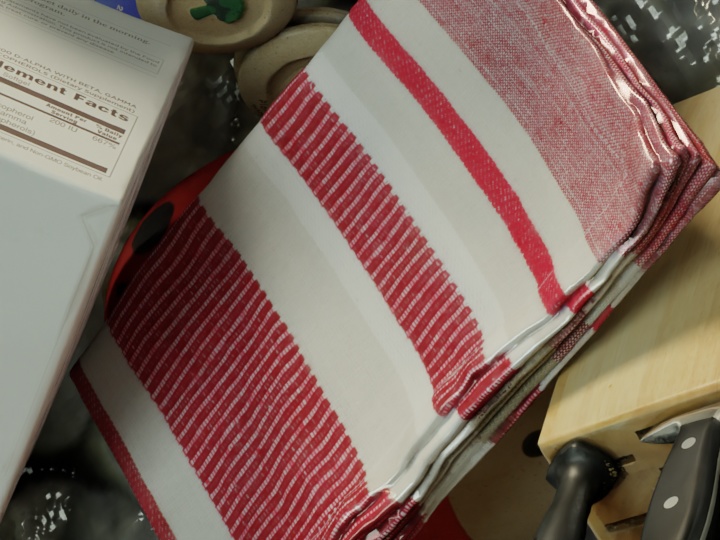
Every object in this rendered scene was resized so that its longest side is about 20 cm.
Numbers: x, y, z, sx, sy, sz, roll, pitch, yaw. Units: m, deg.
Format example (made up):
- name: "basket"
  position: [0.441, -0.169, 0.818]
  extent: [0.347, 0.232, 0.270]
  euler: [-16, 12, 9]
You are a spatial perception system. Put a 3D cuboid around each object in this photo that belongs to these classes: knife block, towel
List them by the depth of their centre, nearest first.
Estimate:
- name: "knife block"
  position: [0.088, 0.033, 0.782]
  extent: [0.064, 0.175, 0.201]
  euler: [-19, 74, 29]
- name: "towel"
  position: [0.000, 0.000, 0.832]
  extent: [0.200, 0.023, 0.144]
  euler: [-50, 45, 18]

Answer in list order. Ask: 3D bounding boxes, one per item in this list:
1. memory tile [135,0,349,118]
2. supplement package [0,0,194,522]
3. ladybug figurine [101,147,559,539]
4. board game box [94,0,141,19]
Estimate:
- name: "memory tile"
  position: [-0.020, -0.116, 0.865]
  extent: [0.153, 0.200, 0.017]
  euler: [-27, 47, 27]
- name: "supplement package"
  position: [-0.173, -0.020, 0.865]
  extent: [0.199, 0.111, 0.156]
  euler: [23, 120, -3]
- name: "ladybug figurine"
  position: [-0.005, 0.020, 0.908]
  extent: [0.199, 0.072, 0.136]
  euler: [5, 87, 34]
- name: "board game box"
  position: [-0.120, -0.127, 0.951]
  extent: [0.134, 0.029, 0.201]
  euler: [23, 77, -3]
